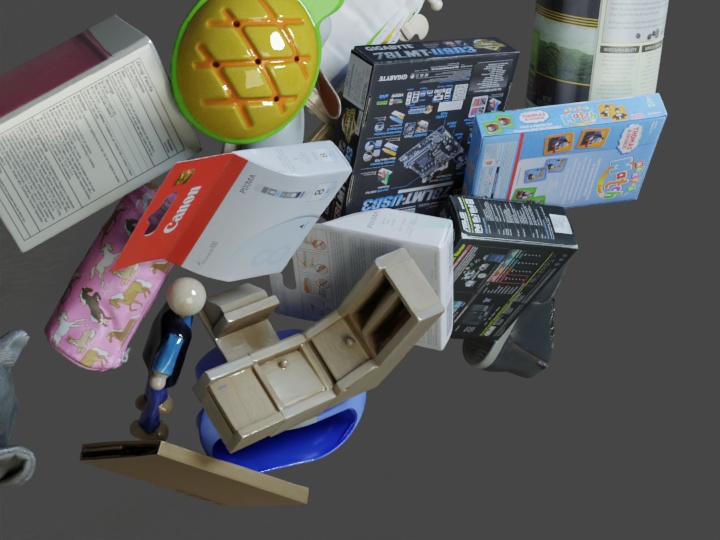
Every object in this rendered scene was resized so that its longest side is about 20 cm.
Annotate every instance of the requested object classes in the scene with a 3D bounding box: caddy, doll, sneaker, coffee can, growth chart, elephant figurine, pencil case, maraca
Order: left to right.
[{"bbox_3d":[-0.391,0.171,1.330,0.200,0.155,0.142,72,28,-42],"label":"elephant figurine"},{"bbox_3d":[-0.239,0.004,1.348,0.087,0.083,0.200,27,97,-34],"label":"pencil case"},{"bbox_3d":[-0.201,0.083,1.381,0.048,0.136,0.200,13,130,-10],"label":"doll"},{"bbox_3d":[-0.096,-0.214,1.227,0.137,0.107,0.200,26,91,-22],"label":"maraca"},{"bbox_3d":[-0.092,0.150,1.480,0.200,0.105,0.141,-10,116,-25],"label":"caddy"},{"bbox_3d":[-0.013,-0.257,1.392,0.200,0.018,0.145,-43,126,-5],"label":"growth chart"},{"bbox_3d":[0.214,0.039,1.628,0.106,0.075,0.200,17,112,-38],"label":"sneaker"},{"bbox_3d":[0.263,-0.274,1.457,0.146,0.146,0.200,-9,116,-25],"label":"coffee can"}]

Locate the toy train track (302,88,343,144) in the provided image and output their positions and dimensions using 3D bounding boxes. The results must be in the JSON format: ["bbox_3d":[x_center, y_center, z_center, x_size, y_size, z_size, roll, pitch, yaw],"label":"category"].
[{"bbox_3d":[-0.047,-0.123,1.417,0.200,0.033,0.115,-47,135,3],"label":"toy train track"}]

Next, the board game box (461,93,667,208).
[{"bbox_3d":[0.215,-0.120,1.433,0.200,0.037,0.151,-6,147,-7],"label":"board game box"}]

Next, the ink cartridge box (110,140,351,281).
[{"bbox_3d":[-0.122,-0.049,1.278,0.200,0.047,0.160,-14,151,-46],"label":"ink cartridge box"}]

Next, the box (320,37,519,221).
[{"bbox_3d":[0.064,-0.148,1.430,0.200,0.050,0.199,-11,129,-34],"label":"box"}]

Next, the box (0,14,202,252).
[{"bbox_3d":[-0.274,-0.132,1.249,0.200,0.109,0.128,-32,123,-13],"label":"box"}]

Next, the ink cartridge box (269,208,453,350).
[{"bbox_3d":[0.000,0.000,1.429,0.161,0.200,0.050,86,23,-45],"label":"ink cartridge box"}]

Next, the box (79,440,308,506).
[{"bbox_3d":[-0.180,0.222,1.441,0.200,0.163,0.021,26,65,-35],"label":"box"}]

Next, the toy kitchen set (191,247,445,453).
[{"bbox_3d":[-0.066,0.049,1.352,0.200,0.163,0.180,-22,161,-36],"label":"toy kitchen set"}]

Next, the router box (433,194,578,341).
[{"bbox_3d":[0.128,0.002,1.498,0.150,0.062,0.200,4,143,-26],"label":"router box"}]

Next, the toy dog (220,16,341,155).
[{"bbox_3d":[-0.083,-0.158,1.323,0.132,0.096,0.200,-1,117,4],"label":"toy dog"}]
